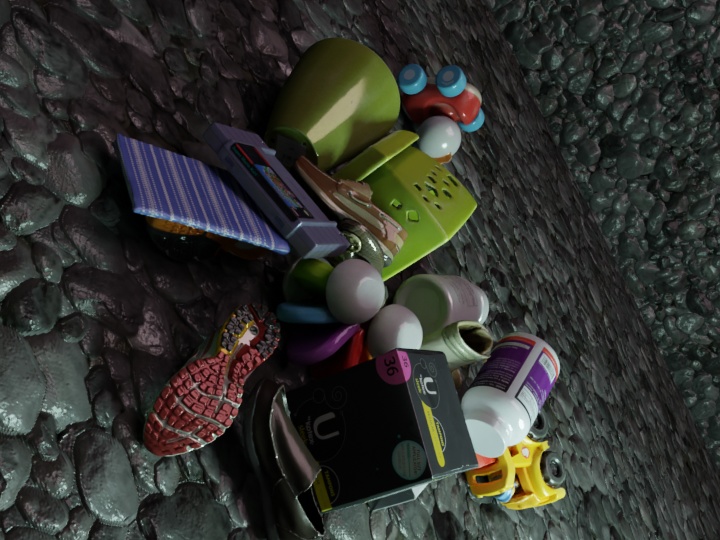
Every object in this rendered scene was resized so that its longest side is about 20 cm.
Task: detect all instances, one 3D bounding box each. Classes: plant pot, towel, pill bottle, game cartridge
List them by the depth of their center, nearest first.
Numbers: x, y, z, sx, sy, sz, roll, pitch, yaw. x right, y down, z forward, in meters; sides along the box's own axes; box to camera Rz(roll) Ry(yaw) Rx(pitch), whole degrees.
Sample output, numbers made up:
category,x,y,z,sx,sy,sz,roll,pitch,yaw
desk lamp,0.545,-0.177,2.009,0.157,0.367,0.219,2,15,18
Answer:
category,x,y,z,sx,sy,sz,roll,pitch,yaw
towel,-0.182,-0.084,0.920,0.200,0.024,0.145,16,31,-38
game cartridge,-0.101,-0.099,0.994,0.200,0.038,0.130,50,11,10
plant pot,-0.061,-0.231,1.237,0.187,0.187,0.200,54,43,-20
pill bottle,0.230,0.195,1.254,0.113,0.112,0.200,57,47,-15
plant pot,0.041,-0.103,1.273,0.182,0.200,0.199,54,29,-5
pill bottle,0.148,0.065,1.401,0.200,0.114,0.115,3,65,-60

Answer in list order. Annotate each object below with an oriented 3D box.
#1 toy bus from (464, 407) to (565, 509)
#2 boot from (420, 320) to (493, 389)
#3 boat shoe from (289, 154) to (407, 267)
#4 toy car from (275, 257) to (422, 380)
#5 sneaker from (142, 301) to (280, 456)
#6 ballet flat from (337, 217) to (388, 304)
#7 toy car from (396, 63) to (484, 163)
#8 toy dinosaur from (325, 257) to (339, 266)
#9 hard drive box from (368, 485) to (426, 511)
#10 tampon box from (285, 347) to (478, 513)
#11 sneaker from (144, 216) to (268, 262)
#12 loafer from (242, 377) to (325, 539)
category,x,y,z,sx,sy,sz,roll,pitch,yaw
toy bus,0.229,0.316,1.337,0.192,0.136,0.201,-10,77,-47
boot,0.151,0.144,1.296,0.200,0.154,0.072,29,45,-46
boat shoe,-0.015,-0.093,1.156,0.200,0.076,0.074,45,75,-3
toy car,-0.033,0.077,1.065,0.150,0.175,0.200,-52,120,-19
sneaker,-0.161,0.123,0.860,0.078,0.082,0.200,46,48,-8
ballet flat,0.000,0.000,1.130,0.046,0.067,0.200,-50,152,-23
toy car,0.158,-0.311,1.726,0.184,0.176,0.201,43,61,-59
toy dinosaur,-0.108,-0.075,1.135,0.200,0.060,0.106,31,46,-19
hard drive box,0.055,0.226,1.149,0.200,0.077,0.156,-20,86,-62
tampon box,0.013,0.197,0.965,0.126,0.200,0.150,12,57,-57
sneaker,-0.190,-0.065,0.985,0.200,0.076,0.092,5,41,-54
loafer,-0.076,0.211,0.880,0.073,0.071,0.201,-53,135,-69
